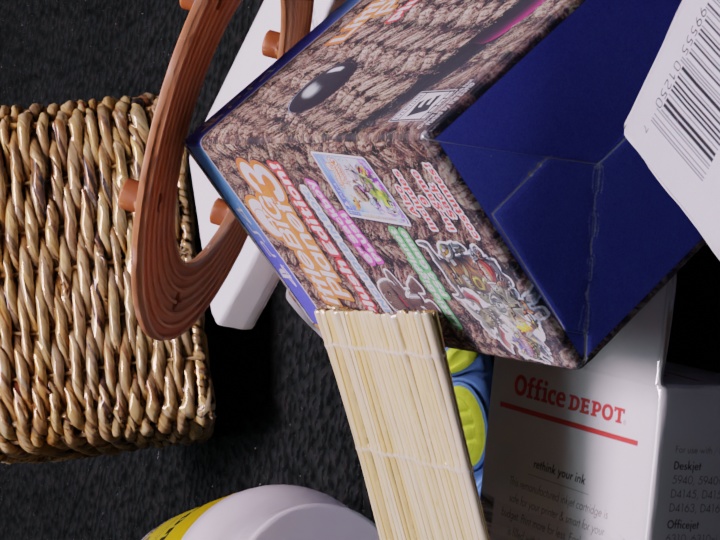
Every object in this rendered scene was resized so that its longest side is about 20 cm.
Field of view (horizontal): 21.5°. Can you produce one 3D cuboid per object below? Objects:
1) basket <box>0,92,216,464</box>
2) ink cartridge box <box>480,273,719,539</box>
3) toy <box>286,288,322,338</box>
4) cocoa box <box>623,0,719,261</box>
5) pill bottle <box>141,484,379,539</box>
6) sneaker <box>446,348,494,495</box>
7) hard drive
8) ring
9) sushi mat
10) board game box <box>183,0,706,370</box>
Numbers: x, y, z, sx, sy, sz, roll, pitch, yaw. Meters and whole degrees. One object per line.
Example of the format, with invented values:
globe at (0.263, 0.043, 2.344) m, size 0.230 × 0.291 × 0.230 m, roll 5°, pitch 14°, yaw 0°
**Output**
basket at (-0.167, 0.008, 1.104) m, size 0.143 × 0.148 × 0.201 m, roll 124°, pitch 138°, yaw -80°
ink cartridge box at (0.099, 0.093, 0.708) m, size 0.116 × 0.066 × 0.201 m, roll 12°, pitch 96°, yaw 63°
toy at (0.000, 0.000, 0.937) m, size 0.200 × 0.047 × 0.116 m, roll 45°, pitch 126°, yaw 57°
cocoa box at (0.186, -0.077, 0.502) m, size 0.134 × 0.131 × 0.201 m, roll 60°, pitch 137°, yaw 48°
pill bottle at (-0.048, 0.161, 0.903) m, size 0.200 × 0.111 × 0.112 m, roll 149°, pitch 122°, yaw -67°
sneaker at (0.047, 0.086, 0.819) m, size 0.070 × 0.083 × 0.201 m, roll -10°, pitch 88°, yaw 19°
hard drive at (-0.036, -0.085, 0.963) m, size 0.132 × 0.027 × 0.200 m, roll -102°, pitch 32°, yaw -41°
ring at (-0.062, -0.067, 0.822) m, size 0.200 × 0.019 × 0.202 m, roll 17°, pitch -90°, yaw -81°
sushi mat at (0.028, 0.110, 0.701) m, size 0.096 × 0.012 × 0.201 m, roll -4°, pitch 101°, yaw 64°
board game box at (0.054, -0.059, 0.703) m, size 0.097 × 0.159 × 0.200 m, roll 54°, pitch 159°, yaw -19°
